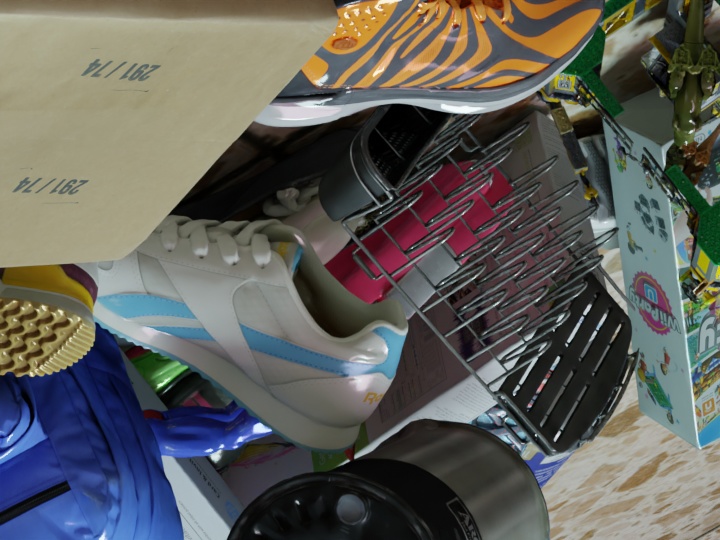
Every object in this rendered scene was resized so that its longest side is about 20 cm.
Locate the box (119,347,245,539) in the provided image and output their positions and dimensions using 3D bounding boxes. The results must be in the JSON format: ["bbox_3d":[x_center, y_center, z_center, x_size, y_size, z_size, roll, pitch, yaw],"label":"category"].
[{"bbox_3d":[-0.187,0.137,1.519,0.200,0.156,0.041,-31,-162,17],"label":"box"}]

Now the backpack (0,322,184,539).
[{"bbox_3d":[-0.193,0.093,1.324,0.162,0.200,0.168,-29,160,11],"label":"backpack"}]

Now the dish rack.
[{"bbox_3d":[0.072,-0.012,1.340,0.054,0.200,0.153,-33,-167,38],"label":"dish rack"}]

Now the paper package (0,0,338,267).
[{"bbox_3d":[-0.139,-0.089,1.085,0.200,0.104,0.191,-4,149,-45],"label":"paper package"}]

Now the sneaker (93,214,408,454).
[{"bbox_3d":[-0.071,0.005,1.319,0.081,0.200,0.077,-59,-177,24],"label":"sneaker"}]

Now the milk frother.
[{"bbox_3d":[-0.024,0.174,1.364,0.199,0.181,0.188,2,-175,19],"label":"milk frother"}]

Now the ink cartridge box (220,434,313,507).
[{"bbox_3d":[-0.047,0.114,1.600,0.116,0.200,0.068,-24,136,4],"label":"ink cartridge box"}]

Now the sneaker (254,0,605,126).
[{"bbox_3d":[0.036,-0.125,1.241,0.199,0.078,0.112,-17,159,-23],"label":"sneaker"}]

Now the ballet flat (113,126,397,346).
[{"bbox_3d":[-0.064,-0.008,1.413,0.200,0.073,0.073,-30,160,6],"label":"ballet flat"}]

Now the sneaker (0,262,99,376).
[{"bbox_3d":[-0.213,-0.018,1.227,0.200,0.090,0.075,21,135,-28],"label":"sneaker"}]

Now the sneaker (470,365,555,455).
[{"bbox_3d":[0.072,0.069,1.563,0.095,0.201,0.079,-7,172,38],"label":"sneaker"}]

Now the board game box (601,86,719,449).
[{"bbox_3d":[0.224,-0.020,1.562,0.147,0.064,0.201,-25,122,-23],"label":"board game box"}]

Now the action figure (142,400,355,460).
[{"bbox_3d":[-0.104,0.112,1.445,0.199,0.099,0.065,-1,-168,-6],"label":"action figure"}]

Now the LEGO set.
[{"bbox_3d":[0.182,-0.072,1.415,0.154,0.200,0.116,-43,165,-13],"label":"LEGO set"}]

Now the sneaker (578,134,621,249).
[{"bbox_3d":[0.173,-0.052,1.620,0.199,0.075,0.082,-2,164,-34],"label":"sneaker"}]

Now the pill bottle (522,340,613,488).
[{"bbox_3d":[0.079,0.100,1.779,0.119,0.120,0.200,-14,156,-28],"label":"pill bottle"}]

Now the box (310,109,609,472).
[{"bbox_3d":[0.046,0.020,1.513,0.200,0.145,0.036,-35,133,27],"label":"box"}]

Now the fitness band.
[{"bbox_3d":[0.000,0.000,1.438,0.143,0.037,0.200,-22,-164,48],"label":"fitness band"}]

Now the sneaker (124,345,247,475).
[{"bbox_3d":[-0.085,0.071,1.545,0.199,0.084,0.077,-24,-156,16],"label":"sneaker"}]
